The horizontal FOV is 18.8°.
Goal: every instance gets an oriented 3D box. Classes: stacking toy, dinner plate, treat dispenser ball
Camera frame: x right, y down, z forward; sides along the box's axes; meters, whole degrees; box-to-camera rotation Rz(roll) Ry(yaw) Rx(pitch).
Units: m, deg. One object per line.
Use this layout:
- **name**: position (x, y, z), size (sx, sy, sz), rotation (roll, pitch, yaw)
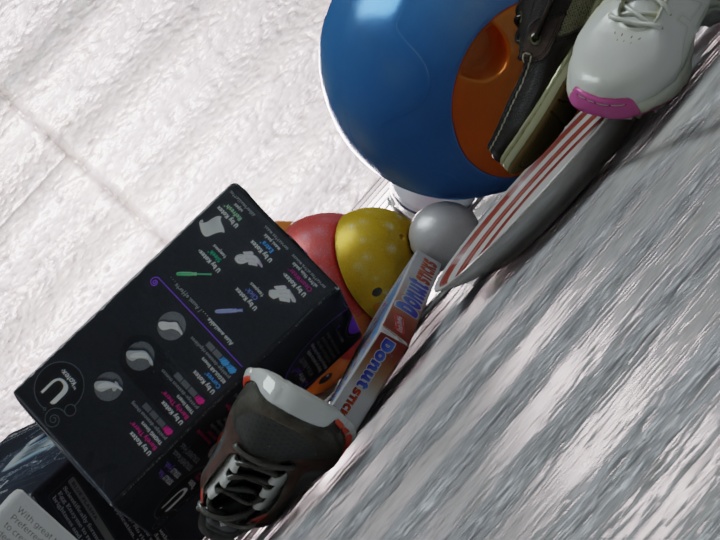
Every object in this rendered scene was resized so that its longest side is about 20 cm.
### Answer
- **stacking toy**: position (0.000, 0.000, 1.572), size (0.199, 0.147, 0.146), rotation (-27, 15, 32)
- **dinner plate**: position (0.119, -0.055, 1.364), size (0.200, 0.024, 0.200), rotation (-47, 4, 5)
- **treat dispenser ball**: position (0.070, -0.152, 1.553), size (0.201, 0.201, 0.201), rotation (-47, 4, 4)

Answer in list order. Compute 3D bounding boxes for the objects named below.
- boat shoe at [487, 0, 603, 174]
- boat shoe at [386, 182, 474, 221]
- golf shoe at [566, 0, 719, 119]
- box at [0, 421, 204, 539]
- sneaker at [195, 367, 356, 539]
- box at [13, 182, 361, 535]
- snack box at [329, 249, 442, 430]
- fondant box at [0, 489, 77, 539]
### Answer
- **boat shoe**: position (0.130, -0.159, 1.382), size (0.201, 0.065, 0.073), rotation (-60, -13, 8)
- **boat shoe**: position (0.059, -0.058, 1.858), size (0.200, 0.073, 0.067), rotation (-65, -10, -75)
- **golf shoe**: position (0.175, -0.167, 1.283), size (0.200, 0.075, 0.092), rotation (-53, -30, -41)
- **box**: position (-0.218, 0.184, 1.575), size (0.196, 0.118, 0.200), rotation (-24, 12, 36)
- **sneaker**: position (-0.059, 0.123, 1.309), size (0.082, 0.077, 0.200), rotation (-60, -2, -23)
- **box**: position (-0.110, 0.060, 1.422), size (0.200, 0.106, 0.122), rotation (-44, -18, -6)
- **snack box**: position (0.017, 0.044, 1.431), size (0.072, 0.024, 0.200), rotation (-57, 1, 17)
- **fondant box**: position (-0.110, 0.182, 0.649), size (0.058, 0.144, 0.200), rotation (-45, 4, 40)
